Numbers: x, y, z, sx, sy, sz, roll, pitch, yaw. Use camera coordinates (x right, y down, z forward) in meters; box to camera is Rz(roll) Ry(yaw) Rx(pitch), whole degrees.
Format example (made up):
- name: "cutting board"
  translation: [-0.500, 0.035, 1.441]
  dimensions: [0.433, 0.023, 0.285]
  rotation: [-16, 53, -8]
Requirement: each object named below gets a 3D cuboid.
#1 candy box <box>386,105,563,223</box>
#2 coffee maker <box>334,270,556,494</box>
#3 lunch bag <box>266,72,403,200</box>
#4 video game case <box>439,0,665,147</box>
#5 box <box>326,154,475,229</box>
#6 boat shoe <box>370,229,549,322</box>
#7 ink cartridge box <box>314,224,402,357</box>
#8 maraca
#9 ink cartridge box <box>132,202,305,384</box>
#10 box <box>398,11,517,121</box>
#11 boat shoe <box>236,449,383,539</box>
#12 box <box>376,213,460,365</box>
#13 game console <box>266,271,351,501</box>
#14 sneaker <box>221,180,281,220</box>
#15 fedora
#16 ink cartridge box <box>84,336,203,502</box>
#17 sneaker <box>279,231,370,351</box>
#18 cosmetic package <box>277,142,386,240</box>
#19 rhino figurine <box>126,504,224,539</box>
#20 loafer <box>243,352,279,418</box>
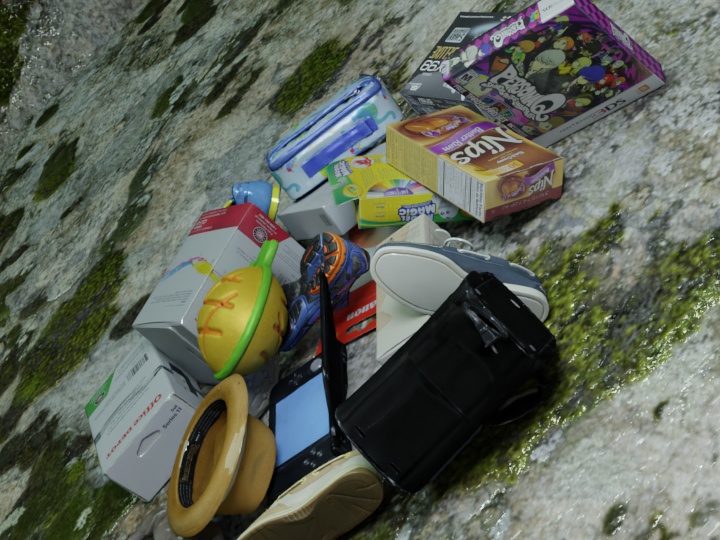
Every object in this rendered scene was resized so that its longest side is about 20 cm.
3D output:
- name: "candy box"
  translation: [0.131, -0.130, 1.532]
  dimensions: [0.116, 0.057, 0.200]
  rotation: [-18, 35, -28]
- name: "coffee maker"
  translation: [0.074, 0.106, 1.267]
  dimensions: [0.200, 0.192, 0.135]
  rotation: [-47, 59, 15]
- name: "lunch bag"
  translation: [-0.037, -0.187, 1.806]
  dimensions: [0.200, 0.083, 0.161]
  rotation: [-36, 14, 7]
- name: "video game case"
  translation: [0.221, -0.227, 1.488]
  dimensions: [0.181, 0.200, 0.036]
  rotation: [-27, 53, 32]
- name: "box"
  translation: [0.061, -0.100, 1.584]
  dimensions: [0.199, 0.049, 0.118]
  rotation: [-3, 31, -7]
- name: "boat shoe"
  translation: [0.104, 0.005, 1.361]
  dimensions: [0.062, 0.199, 0.075]
  rotation: [-92, 18, -52]
- name: "ink cartridge box"
  translation: [0.000, 0.000, 1.658]
  dimensions: [0.162, 0.050, 0.201]
  rotation: [-29, 30, 32]
- name: "maraca"
  translation: [-0.140, 0.047, 1.593]
  dimensions: [0.137, 0.107, 0.201]
  rotation: [-48, 21, 40]
- name: "ink cartridge box"
  translation: [-0.180, 0.036, 1.755]
  dimensions: [0.144, 0.145, 0.201]
  rotation: [-6, 47, 52]
- name: "box"
  translation: [0.160, -0.284, 1.802]
  dimensions: [0.158, 0.050, 0.200]
  rotation: [-52, 28, -9]
- name: "boat shoe"
  translation: [-0.053, 0.259, 1.384]
  dimensions: [0.199, 0.074, 0.066]
  rotation: [-33, 18, 21]
- name: "box"
  translation: [0.073, 0.040, 1.457]
  dimensions: [0.078, 0.095, 0.201]
  rotation: [-34, 29, 24]
- name: "game console"
  translation: [-0.071, 0.134, 1.511]
  dimensions: [0.176, 0.116, 0.201]
  rotation: [-35, 30, 21]
- name: "sneaker"
  translation: [-0.169, -0.070, 1.873]
  dimensions: [0.200, 0.078, 0.066]
  rotation: [117, 158, -60]
- name: "fedora"
  translation: [-0.151, 0.220, 1.493]
  dimensions: [0.201, 0.081, 0.201]
  rotation: [-49, 27, 35]
- name: "ink cartridge box"
  translation: [-0.288, 0.196, 1.760]
  dimensions: [0.147, 0.083, 0.200]
  rotation: [-49, 27, 5]
- name: "sneaker"
  translation: [-0.052, 0.036, 1.620]
  dimensions: [0.200, 0.078, 0.076]
  rotation: [-50, 45, 38]
- name: "cosmetic package"
  translation: [-0.015, -0.107, 1.741]
  dimensions: [0.151, 0.052, 0.200]
  rotation: [-43, 13, -16]
- name: "rhino figurine"
  translation: [-0.201, 0.324, 1.506]
  dimensions: [0.088, 0.060, 0.199]
  rotation: [-49, 30, -22]
- name: "loafer"
  translation: [-0.161, 0.175, 1.631]
  dimensions: [0.070, 0.070, 0.201]
  rotation: [-6, 49, 42]
